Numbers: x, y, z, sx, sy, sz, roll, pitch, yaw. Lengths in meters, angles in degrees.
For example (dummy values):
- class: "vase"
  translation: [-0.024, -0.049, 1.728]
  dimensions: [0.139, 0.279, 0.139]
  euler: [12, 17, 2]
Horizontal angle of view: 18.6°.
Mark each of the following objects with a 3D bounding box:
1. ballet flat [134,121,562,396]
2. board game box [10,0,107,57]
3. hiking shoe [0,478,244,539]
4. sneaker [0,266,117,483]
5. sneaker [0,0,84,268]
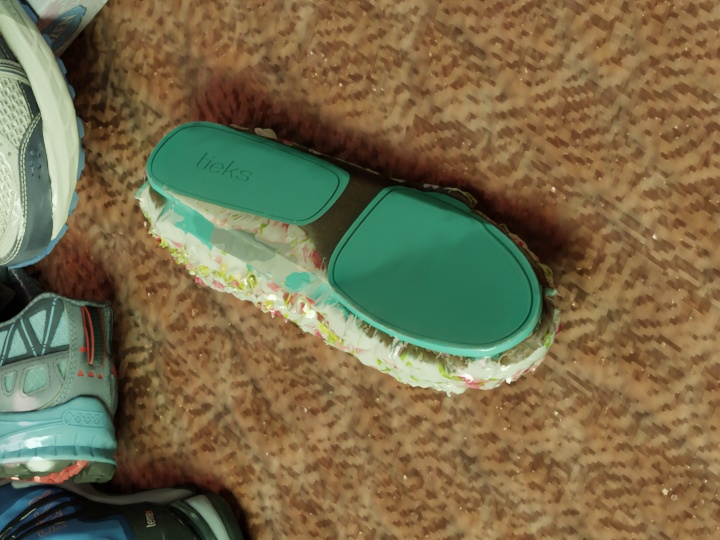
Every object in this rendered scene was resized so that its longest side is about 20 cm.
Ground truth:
- class: "ballet flat"
  translation: [0.000, 0.000, 0.796]
  dimensions: [0.200, 0.076, 0.064]
  euler: [29, 154, 39]
- class: "board game box"
  translation: [-0.142, -0.206, 0.864]
  dimensions: [0.200, 0.043, 0.199]
  euler: [-40, 76, 44]
- class: "hiking shoe"
  translation: [-0.139, 0.128, 0.947]
  dimensions: [0.200, 0.087, 0.075]
  euler: [-11, 96, 46]
- class: "sneaker"
  translation: [-0.169, 0.039, 0.972]
  dimensions: [0.200, 0.079, 0.096]
  euler: [4, 85, 44]
- class: "sneaker"
  translation: [-0.177, -0.091, 0.850]
  dimensions: [0.077, 0.085, 0.201]
  euler: [-15, 97, 45]
